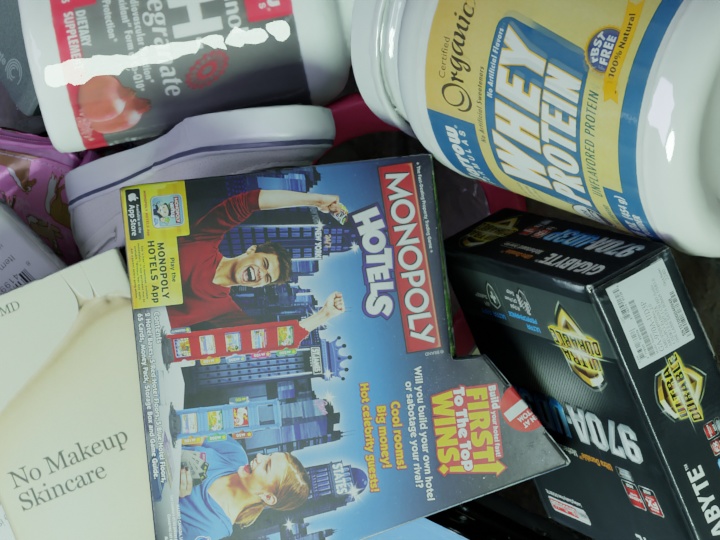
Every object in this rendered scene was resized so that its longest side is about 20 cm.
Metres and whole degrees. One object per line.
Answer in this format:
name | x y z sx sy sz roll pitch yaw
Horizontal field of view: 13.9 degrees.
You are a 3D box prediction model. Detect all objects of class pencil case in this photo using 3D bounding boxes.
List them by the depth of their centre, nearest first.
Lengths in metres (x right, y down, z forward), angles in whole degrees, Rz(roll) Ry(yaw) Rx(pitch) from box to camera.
pencil case | -0.217 -0.049 1.639 0.199 0.083 0.087 10 93 25

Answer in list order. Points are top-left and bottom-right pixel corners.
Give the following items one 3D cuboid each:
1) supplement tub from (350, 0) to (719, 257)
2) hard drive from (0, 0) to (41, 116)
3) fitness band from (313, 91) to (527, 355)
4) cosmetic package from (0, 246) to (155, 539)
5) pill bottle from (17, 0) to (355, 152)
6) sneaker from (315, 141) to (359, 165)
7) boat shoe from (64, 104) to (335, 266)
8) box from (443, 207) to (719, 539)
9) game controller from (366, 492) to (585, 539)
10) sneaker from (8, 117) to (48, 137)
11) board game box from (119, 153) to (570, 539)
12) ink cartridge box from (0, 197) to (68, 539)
supplement tub | 0.109 -0.099 1.373 0.199 0.144 0.145 21 116 37
hard drive | -0.159 -0.202 1.580 0.140 0.033 0.200 55 130 30
fitness band | 0.000 0.000 1.526 0.143 0.037 0.200 36 109 1
cosmetic package | -0.129 0.099 1.466 0.073 0.103 0.201 -169 56 -85
pill bottle | -0.068 -0.131 1.492 0.199 0.111 0.111 -11 97 0
sneaker | -0.076 -0.026 1.614 0.200 0.075 0.080 -41 72 41
boat shoe | -0.081 -0.033 1.487 0.200 0.071 0.070 -16 77 47
box | 0.116 0.057 1.401 0.160 0.046 0.200 67 165 -14
game controller | 0.029 0.138 1.514 0.199 0.042 0.104 28 131 -20
sneaker | -0.162 0.015 1.711 0.113 0.075 0.201 20 120 34
board game box | -0.006 0.050 1.408 0.062 0.199 0.201 160 105 -86
ink cartridge box | -0.179 0.075 1.542 0.145 0.084 0.200 -44 92 -1
